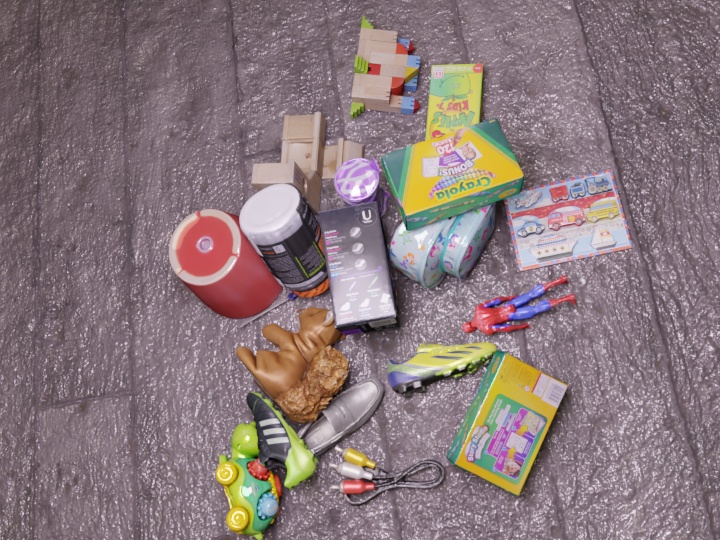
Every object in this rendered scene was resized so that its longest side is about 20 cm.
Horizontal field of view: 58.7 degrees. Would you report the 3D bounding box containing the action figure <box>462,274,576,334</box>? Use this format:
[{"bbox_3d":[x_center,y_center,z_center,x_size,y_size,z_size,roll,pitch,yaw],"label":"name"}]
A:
[{"bbox_3d":[0.274,0.070,1.127,0.199,0.052,0.066,-21,67,13],"label":"action figure"}]

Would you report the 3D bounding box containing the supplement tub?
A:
[{"bbox_3d":[-0.124,-0.047,1.157,0.122,0.200,0.123,-13,47,14],"label":"supplement tub"}]

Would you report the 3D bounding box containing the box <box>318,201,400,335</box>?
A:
[{"bbox_3d":[0.000,0.000,1.100,0.105,0.122,0.201,-10,77,4],"label":"box"}]

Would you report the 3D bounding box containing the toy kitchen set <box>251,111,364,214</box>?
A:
[{"bbox_3d":[-0.091,-0.229,1.223,0.162,0.180,0.201,0,77,12],"label":"toy kitchen set"}]

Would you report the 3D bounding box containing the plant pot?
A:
[{"bbox_3d":[-0.257,-0.022,1.212,0.199,0.177,0.202,-4,74,13],"label":"plant pot"}]

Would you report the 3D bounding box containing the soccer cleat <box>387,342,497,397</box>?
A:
[{"bbox_3d":[0.141,0.156,1.131,0.199,0.065,0.084,-21,61,6],"label":"soccer cleat"}]

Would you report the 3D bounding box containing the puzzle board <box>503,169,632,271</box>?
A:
[{"bbox_3d":[0.373,-0.092,1.161,0.199,0.017,0.152,-12,73,11],"label":"puzzle board"}]

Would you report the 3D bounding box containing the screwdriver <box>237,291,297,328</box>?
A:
[{"bbox_3d":[-0.153,0.063,1.247,0.199,0.029,0.028,-32,71,8],"label":"screwdriver"}]

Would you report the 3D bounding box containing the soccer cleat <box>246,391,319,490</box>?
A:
[{"bbox_3d":[-0.153,0.287,1.104,0.081,0.068,0.200,-39,52,-14],"label":"soccer cleat"}]

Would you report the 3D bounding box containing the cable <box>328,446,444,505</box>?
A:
[{"bbox_3d":[0.043,0.364,1.106,0.199,0.050,0.098,3,78,16],"label":"cable"}]

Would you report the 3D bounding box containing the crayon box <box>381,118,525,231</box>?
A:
[{"bbox_3d":[0.147,-0.155,1.032,0.199,0.058,0.119,-19,67,-2],"label":"crayon box"}]

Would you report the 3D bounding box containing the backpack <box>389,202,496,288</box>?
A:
[{"bbox_3d":[0.143,-0.067,1.125,0.150,0.178,0.200,36,79,21],"label":"backpack"}]

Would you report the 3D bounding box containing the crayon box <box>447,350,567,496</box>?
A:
[{"bbox_3d":[0.241,0.249,1.057,0.118,0.058,0.201,27,84,-2],"label":"crayon box"}]

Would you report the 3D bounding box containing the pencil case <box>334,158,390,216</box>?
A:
[{"bbox_3d":[0.007,-0.143,1.172,0.085,0.200,0.084,-25,82,5],"label":"pencil case"}]

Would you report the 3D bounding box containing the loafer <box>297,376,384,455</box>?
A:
[{"bbox_3d":[-0.040,0.265,1.141,0.200,0.070,0.070,-44,71,0],"label":"loafer"}]

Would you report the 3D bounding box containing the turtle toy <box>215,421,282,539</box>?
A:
[{"bbox_3d":[-0.195,0.369,1.127,0.100,0.146,0.201,-14,69,-12],"label":"turtle toy"}]

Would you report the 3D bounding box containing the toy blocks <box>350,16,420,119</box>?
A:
[{"bbox_3d":[0.059,-0.400,1.286,0.136,0.100,0.201,6,78,3],"label":"toy blocks"}]

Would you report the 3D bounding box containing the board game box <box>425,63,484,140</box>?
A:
[{"bbox_3d":[0.183,-0.299,1.243,0.101,0.048,0.201,3,77,14],"label":"board game box"}]

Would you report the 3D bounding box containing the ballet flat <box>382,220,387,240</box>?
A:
[{"bbox_3d":[0.000,0.000,1.200,0.068,0.068,0.201,19,80,15],"label":"ballet flat"}]

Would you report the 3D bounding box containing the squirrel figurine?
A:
[{"bbox_3d":[-0.092,0.162,1.149,0.186,0.142,0.200,-40,52,-17],"label":"squirrel figurine"}]
